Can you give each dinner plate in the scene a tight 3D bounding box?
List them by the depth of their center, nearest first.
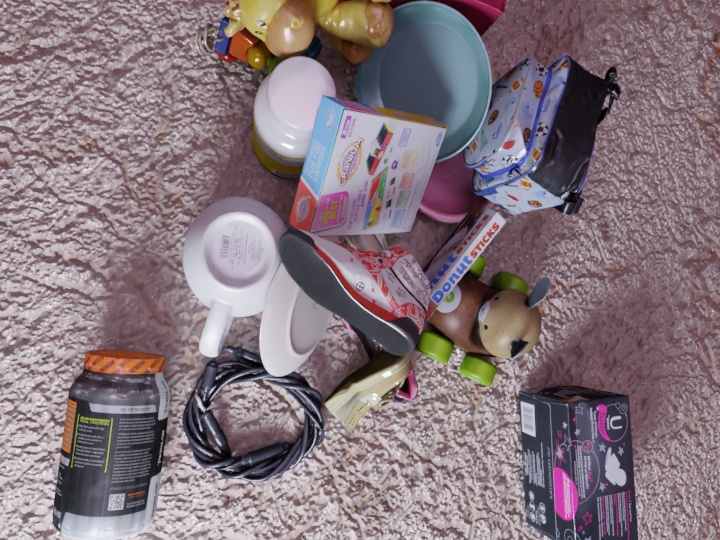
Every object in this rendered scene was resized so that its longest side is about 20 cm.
[{"bbox_3d":[-0.066,0.043,0.718,0.024,0.200,0.207,17,81,19],"label":"dinner plate"}]

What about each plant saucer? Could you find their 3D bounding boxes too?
[{"bbox_3d":[0.086,-0.251,0.747,0.203,0.198,0.036,56,36,-3],"label":"plant saucer"},{"bbox_3d":[0.132,-0.174,0.845,0.193,0.051,0.209,1,86,-14],"label":"plant saucer"}]

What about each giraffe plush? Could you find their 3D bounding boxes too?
[{"bbox_3d":[-0.072,-0.320,0.642,0.199,0.175,0.161,40,56,18],"label":"giraffe plush"}]

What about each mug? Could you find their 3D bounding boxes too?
[{"bbox_3d":[-0.162,0.008,0.700,0.143,0.175,0.207,19,83,-11],"label":"mug"}]

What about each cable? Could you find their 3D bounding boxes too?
[{"bbox_3d":[-0.141,0.208,0.757,0.195,0.051,0.168,26,81,-11],"label":"cable"}]

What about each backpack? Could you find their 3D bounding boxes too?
[{"bbox_3d":[0.223,-0.170,0.744,0.151,0.190,0.205,27,76,-6],"label":"backpack"}]

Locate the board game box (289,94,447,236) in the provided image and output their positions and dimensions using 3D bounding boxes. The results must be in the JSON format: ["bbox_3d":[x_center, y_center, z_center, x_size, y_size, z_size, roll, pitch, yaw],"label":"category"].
[{"bbox_3d":[0.014,-0.123,0.691,0.196,0.040,0.157,-6,123,-47],"label":"board game box"}]

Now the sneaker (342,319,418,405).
[{"bbox_3d":[0.031,0.098,0.783,0.077,0.095,0.205,-25,91,-11],"label":"sneaker"}]

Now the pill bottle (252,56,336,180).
[{"bbox_3d":[-0.086,-0.194,0.718,0.107,0.200,0.116,1,86,-13],"label":"pill bottle"}]

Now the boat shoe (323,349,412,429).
[{"bbox_3d":[0.017,0.159,0.726,0.063,0.201,0.073,47,47,2],"label":"boat shoe"}]

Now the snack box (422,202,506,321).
[{"bbox_3d":[0.125,-0.005,0.795,0.024,0.072,0.202,36,96,-21],"label":"snack box"}]

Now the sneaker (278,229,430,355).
[{"bbox_3d":[0.000,0.001,0.660,0.199,0.067,0.109,39,47,-8],"label":"sneaker"}]

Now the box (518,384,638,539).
[{"bbox_3d":[0.319,0.284,0.820,0.110,0.132,0.208,-1,87,-16],"label":"box"}]

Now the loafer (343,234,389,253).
[{"bbox_3d":[0.024,0.003,0.776,0.061,0.072,0.205,-22,60,2],"label":"loafer"}]

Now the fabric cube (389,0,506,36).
[{"bbox_3d":[0.091,-0.431,0.775,0.193,0.199,0.204,13,83,-12],"label":"fabric cube"}]

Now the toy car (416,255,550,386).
[{"bbox_3d":[0.187,0.065,0.766,0.154,0.200,0.169,26,81,-10],"label":"toy car"}]

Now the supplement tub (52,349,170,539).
[{"bbox_3d":[-0.303,0.207,0.683,0.118,0.122,0.208,7,85,-12],"label":"supplement tub"}]

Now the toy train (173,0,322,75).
[{"bbox_3d":[-0.139,-0.290,0.732,0.115,0.085,0.202,38,52,-4],"label":"toy train"}]
